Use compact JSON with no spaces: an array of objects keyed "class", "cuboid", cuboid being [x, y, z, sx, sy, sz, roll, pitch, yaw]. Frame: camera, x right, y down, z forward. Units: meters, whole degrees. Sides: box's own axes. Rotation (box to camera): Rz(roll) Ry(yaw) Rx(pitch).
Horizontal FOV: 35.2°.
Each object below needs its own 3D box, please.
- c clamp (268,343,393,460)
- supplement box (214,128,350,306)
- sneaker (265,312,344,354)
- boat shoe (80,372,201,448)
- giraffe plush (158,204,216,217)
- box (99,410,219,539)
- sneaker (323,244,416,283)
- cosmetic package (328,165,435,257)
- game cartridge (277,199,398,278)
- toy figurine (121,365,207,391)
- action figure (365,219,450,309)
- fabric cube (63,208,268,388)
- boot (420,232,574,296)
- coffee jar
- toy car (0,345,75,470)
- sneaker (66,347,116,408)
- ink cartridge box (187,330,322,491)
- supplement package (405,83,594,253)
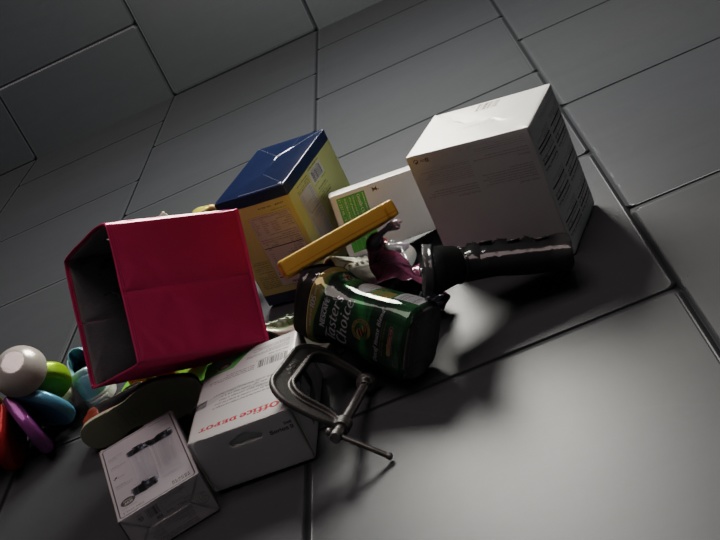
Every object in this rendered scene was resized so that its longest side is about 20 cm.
[{"class":"c clamp","cuboid":[-0.029,0.158,1.414,0.170,0.027,0.200,22,23,0]},{"class":"supplement box","cuboid":[-0.104,-0.087,1.853,0.134,0.200,0.200,-13,26,27]},{"class":"sneaker","cuboid":[-0.099,0.091,1.654,0.199,0.077,0.089,-6,25,24]},{"class":"boat shoe","cuboid":[-0.320,0.196,1.665,0.199,0.071,0.063,-26,20,11]},{"class":"giraffe plush","cuboid":[-0.276,-0.006,1.953,0.172,0.200,0.162,-37,-4,-15]},{"class":"box","cuboid":[-0.262,0.268,1.459,0.116,0.060,0.200,-31,24,-10]},{"class":"sneaker","cuboid":[0.000,0.000,1.715,0.200,0.085,0.073,-36,23,-25]},{"class":"cosmetic package","cuboid":[0.059,-0.103,1.794,0.199,0.108,0.085,-20,8,1]},{"class":"game cartridge","cuboid":[-0.035,-0.041,1.602,0.176,0.033,0.200,-30,3,-4]},{"class":"toy figurine","cuboid":[-0.324,0.091,1.735,0.199,0.185,0.150,-13,27,28]},{"class":"action figure","cuboid":[0.053,0.015,1.637,0.149,0.134,0.200,-51,24,11]},{"class":"fabric cube","cuboid":[-0.276,0.039,1.589,0.199,0.201,0.196,-10,-10,-32]},{"class":"boot","cuboid":[0.179,-0.009,1.468,0.199,0.066,0.165,-2,10,4]},{"class":"coffee jar","cuboid":[0.003,0.062,1.482,0.199,0.105,0.085,20,23,34]},{"class":"toy car","cuboid":[-0.525,0.225,1.735,0.199,0.175,0.150,-30,58,-10]},{"class":"sneaker","cuboid":[-0.448,0.151,1.868,0.074,0.082,0.200,-30,24,-11]},{"class":"ink cartridge box","cuboid":[-0.133,0.180,1.477,0.145,0.084,0.200,-21,24,11]},{"class":"supplement package","cuboid":[0.204,-0.127,1.620,0.190,0.201,0.147,-11,27,30]}]
